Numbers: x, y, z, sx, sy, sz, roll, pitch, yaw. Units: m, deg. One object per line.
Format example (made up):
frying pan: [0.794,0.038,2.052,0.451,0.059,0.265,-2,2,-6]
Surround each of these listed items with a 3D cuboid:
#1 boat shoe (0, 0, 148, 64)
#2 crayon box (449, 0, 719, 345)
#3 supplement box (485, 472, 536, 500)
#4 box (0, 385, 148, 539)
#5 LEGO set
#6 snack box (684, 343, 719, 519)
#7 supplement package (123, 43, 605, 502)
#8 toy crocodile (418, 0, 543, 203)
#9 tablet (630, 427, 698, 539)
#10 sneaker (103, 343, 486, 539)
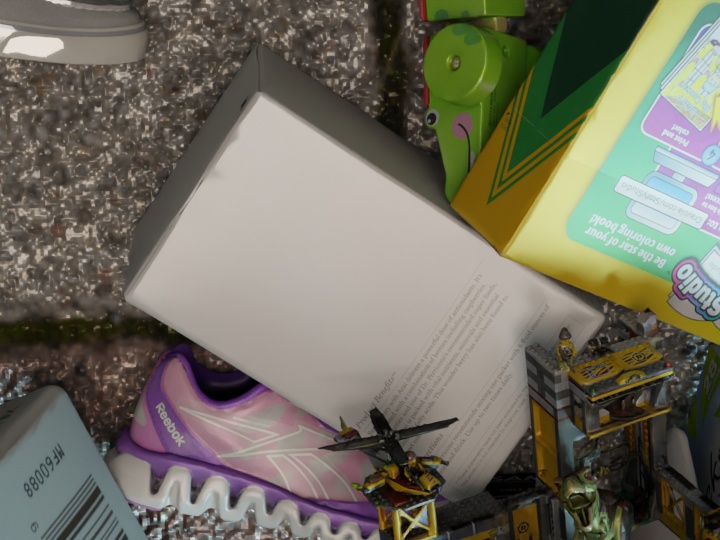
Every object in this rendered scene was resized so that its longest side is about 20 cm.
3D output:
boat shoe: [-0.196,-0.150,1.058,0.198,0.072,0.069,16,107,3]
crayon box: [0.166,-0.062,1.032,0.199,0.058,0.173,21,108,-37]
supplement box: [0.099,0.185,1.094,0.060,0.200,0.110,-2,106,-3]
box: [-0.201,0.203,1.062,0.170,0.200,0.200,-19,108,28]
LEGO set: [0.090,0.096,0.974,0.198,0.154,0.117,-13,118,-11]
snack box: [0.197,0.165,1.097,0.067,0.169,0.201,9,115,-10]
supplement package: [0.000,0.000,1.079,0.199,0.120,0.122,33,103,-12]
toy crocodile: [0.053,-0.128,1.047,0.061,0.067,0.202,-3,87,39]
tablet: [0.150,0.193,1.086,0.014,0.201,0.131,5,141,-16]
sneaker: [-0.029,0.087,1.127,0.198,0.080,0.089,12,97,-6]
